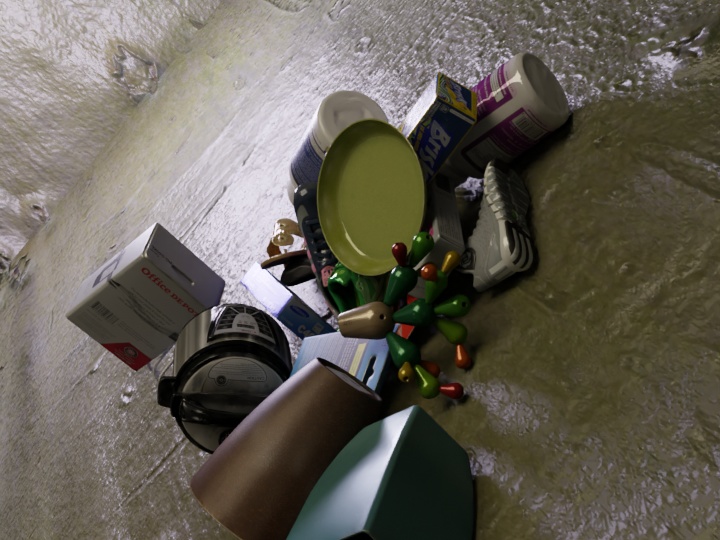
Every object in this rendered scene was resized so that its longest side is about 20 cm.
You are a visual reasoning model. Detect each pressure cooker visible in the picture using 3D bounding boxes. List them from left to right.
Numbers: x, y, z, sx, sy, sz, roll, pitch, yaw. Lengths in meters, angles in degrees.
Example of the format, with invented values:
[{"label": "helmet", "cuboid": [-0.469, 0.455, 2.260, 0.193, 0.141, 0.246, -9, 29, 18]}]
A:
[{"label": "pressure cooker", "cuboid": [-0.172, 0.158, 1.706, 0.175, 0.179, 0.200, -35, 23, 9]}]

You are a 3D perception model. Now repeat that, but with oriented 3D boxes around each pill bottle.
[{"label": "pill bottle", "cuboid": [-0.040, -0.162, 1.799, 0.200, 0.110, 0.112, -54, 13, 55]}, {"label": "pill bottle", "cuboid": [0.174, -0.194, 1.671, 0.199, 0.112, 0.113, -34, 30, 31]}]

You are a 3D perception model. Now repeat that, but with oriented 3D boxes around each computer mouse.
[{"label": "computer mouse", "cuboid": [-0.027, -0.025, 1.795, 0.198, 0.034, 0.059, -21, -9, 8]}]

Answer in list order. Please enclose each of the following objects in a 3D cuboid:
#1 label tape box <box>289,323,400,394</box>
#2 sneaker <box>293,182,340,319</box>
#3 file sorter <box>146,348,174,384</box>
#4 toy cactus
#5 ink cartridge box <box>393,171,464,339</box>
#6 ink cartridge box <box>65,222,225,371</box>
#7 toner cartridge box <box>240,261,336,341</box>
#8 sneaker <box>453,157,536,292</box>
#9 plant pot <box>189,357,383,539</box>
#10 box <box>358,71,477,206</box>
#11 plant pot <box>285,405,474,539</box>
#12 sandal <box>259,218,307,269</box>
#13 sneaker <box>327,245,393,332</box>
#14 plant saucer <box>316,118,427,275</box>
[{"label": "label tape box", "cuboid": [-0.017, 0.151, 1.579, 0.199, 0.066, 0.144, -12, 50, 50]}, {"label": "sneaker", "cuboid": [-0.041, -0.023, 1.711, 0.070, 0.201, 0.082, -17, 27, 14]}, {"label": "file sorter", "cuboid": [-0.243, 0.144, 1.908, 0.139, 0.124, 0.200, -51, 24, -2]}, {"label": "toy cactus", "cuboid": [0.050, 0.058, 1.467, 0.164, 0.102, 0.202, -9, 85, 24]}, {"label": "ink cartridge box", "cuboid": [0.070, -0.016, 1.618, 0.174, 0.043, 0.201, -58, 16, 25]}, {"label": "ink cartridge box", "cuboid": [-0.320, 0.042, 1.856, 0.199, 0.145, 0.084, -33, 26, 32]}, {"label": "toner cartridge box", "cuboid": [-0.108, 0.053, 1.837, 0.043, 0.095, 0.200, -51, 25, -1]}, {"label": "sneaker", "cuboid": [0.153, -0.051, 1.563, 0.115, 0.075, 0.201, -39, 28, 29]}, {"label": "plant pot", "cuboid": [-0.065, 0.208, 1.420, 0.201, 0.186, 0.187, -57, 25, 2]}, {"label": "box", "cuboid": [0.074, -0.158, 1.626, 0.200, 0.064, 0.070, -53, 18, 35]}, {"label": "plant pot", "cuboid": [0.033, 0.250, 1.290, 0.141, 0.141, 0.201, -29, 26, 39]}, {"label": "sandal", "cuboid": [-0.112, -0.043, 1.873, 0.077, 0.070, 0.212, -17, -5, 9]}, {"label": "sneaker", "cuboid": [0.000, 0.000, 1.662, 0.074, 0.083, 0.202, -26, 60, 53]}, {"label": "plant saucer", "cuboid": [0.020, -0.095, 1.601, 0.199, 0.031, 0.202, 4, 95, 46]}]
